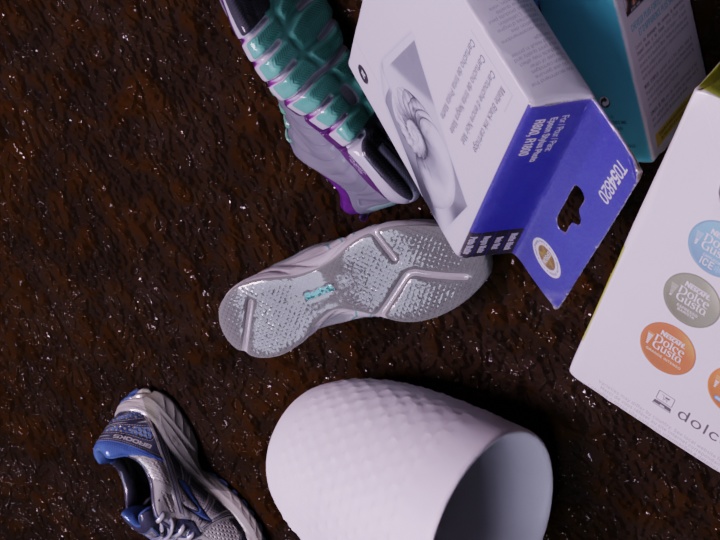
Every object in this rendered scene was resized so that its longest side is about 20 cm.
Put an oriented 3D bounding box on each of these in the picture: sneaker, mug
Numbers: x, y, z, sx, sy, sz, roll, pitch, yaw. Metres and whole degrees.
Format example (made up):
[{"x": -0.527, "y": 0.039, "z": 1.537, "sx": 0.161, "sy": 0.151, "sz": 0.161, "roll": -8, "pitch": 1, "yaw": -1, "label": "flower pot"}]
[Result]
[{"x": -0.041, "y": -0.114, "z": 1.095, "sx": 0.201, "sy": 0.074, "sz": 0.087, "roll": 52, "pitch": 143, "yaw": -8, "label": "sneaker"}, {"x": 0.035, "y": 0.165, "z": 1.210, "sx": 0.174, "sy": 0.149, "sz": 0.200, "roll": 20, "pitch": 163, "yaw": 37, "label": "mug"}, {"x": 0.000, "y": 0.000, "z": 1.156, "sx": 0.198, "sy": 0.080, "sz": 0.071, "roll": -14, "pitch": 106, "yaw": 24, "label": "sneaker"}, {"x": -0.158, "y": 0.203, "z": 1.424, "sx": 0.077, "sy": 0.085, "sz": 0.201, "roll": -24, "pitch": 105, "yaw": 47, "label": "sneaker"}]

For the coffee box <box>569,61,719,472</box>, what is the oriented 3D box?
[{"x": 0.254, "y": -0.015, "z": 0.832, "sx": 0.199, "sy": 0.200, "sz": 0.199, "roll": 32, "pitch": 136, "yaw": 15, "label": "coffee box"}]

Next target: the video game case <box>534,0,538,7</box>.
[{"x": 0.056, "y": -0.161, "z": 0.950, "sx": 0.143, "sy": 0.018, "sz": 0.201, "roll": 50, "pitch": 158, "yaw": 42, "label": "video game case"}]

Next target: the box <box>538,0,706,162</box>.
[{"x": 0.132, "y": -0.165, "z": 0.905, "sx": 0.049, "sy": 0.082, "sz": 0.202, "roll": 2, "pitch": 122, "yaw": 37, "label": "box"}]

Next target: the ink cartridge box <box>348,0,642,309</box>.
[{"x": 0.064, "y": -0.088, "z": 0.929, "sx": 0.201, "sy": 0.040, "sz": 0.200, "roll": 59, "pitch": 163, "yaw": 17, "label": "ink cartridge box"}]
